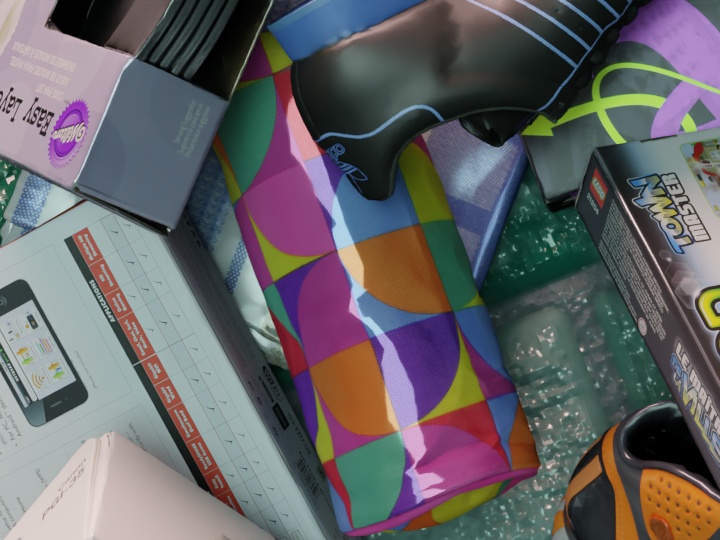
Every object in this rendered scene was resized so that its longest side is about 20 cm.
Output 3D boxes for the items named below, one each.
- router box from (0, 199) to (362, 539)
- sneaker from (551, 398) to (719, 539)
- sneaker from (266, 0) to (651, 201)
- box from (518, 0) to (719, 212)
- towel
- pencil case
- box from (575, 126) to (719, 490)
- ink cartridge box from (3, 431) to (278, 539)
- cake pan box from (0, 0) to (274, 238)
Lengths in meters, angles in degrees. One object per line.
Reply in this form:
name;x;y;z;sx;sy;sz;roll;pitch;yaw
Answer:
router box;-0.113;0.087;0.926;0.179;0.049;0.200;-27;95;11
sneaker;0.160;0.125;0.842;0.200;0.112;0.078;37;54;11
sneaker;0.067;-0.096;0.848;0.199;0.070;0.078;-26;98;-8
box;0.139;-0.125;0.895;0.199;0.036;0.143;-21;84;5
towel;-0.037;-0.040;0.947;0.199;0.024;0.147;21;91;11
pencil case;0.000;0.000;0.887;0.088;0.088;0.201;-21;81;12
box;0.164;0.031;0.821;0.110;0.035;0.200;-10;52;-17
ink cartridge box;-0.059;0.178;0.865;0.200;0.083;0.147;35;109;-15
cake pan box;-0.091;-0.121;0.884;0.200;0.052;0.185;26;94;56
